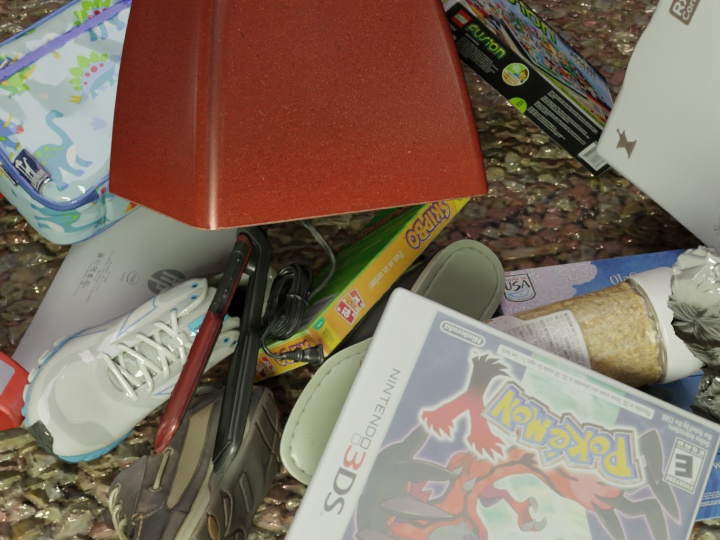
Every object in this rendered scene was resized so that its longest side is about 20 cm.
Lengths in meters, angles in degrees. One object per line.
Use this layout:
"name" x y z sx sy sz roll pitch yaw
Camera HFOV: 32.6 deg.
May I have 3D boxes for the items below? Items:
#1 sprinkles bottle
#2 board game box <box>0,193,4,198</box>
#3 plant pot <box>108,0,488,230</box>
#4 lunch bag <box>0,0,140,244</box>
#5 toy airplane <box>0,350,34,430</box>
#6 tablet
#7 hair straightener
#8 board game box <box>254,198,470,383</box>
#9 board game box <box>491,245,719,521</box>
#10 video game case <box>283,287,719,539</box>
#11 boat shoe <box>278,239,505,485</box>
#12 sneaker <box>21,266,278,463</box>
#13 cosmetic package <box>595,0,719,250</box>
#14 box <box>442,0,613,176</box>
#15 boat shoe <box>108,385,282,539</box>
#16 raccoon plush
"sprinkles bottle" 0.102 0.056 0.736 0.200 0.068 0.068 -16 44 -7
"board game box" -0.258 -0.134 1.030 0.200 0.046 0.152 -14 44 -14
"plant pot" -0.050 -0.137 0.810 0.200 0.177 0.200 -8 14 -26
"lunch bag" -0.199 -0.128 0.938 0.200 0.082 0.161 -35 72 -22
"toy airplane" -0.320 0.050 0.761 0.199 0.141 0.200 -21 46 -20
"tablet" -0.160 0.011 0.895 0.130 0.014 0.200 6 43 8
"hair straightener" -0.058 0.037 0.738 0.077 0.041 0.200 25 44 -11
"board game box" 0.000 0.000 0.851 0.095 0.030 0.200 -25 20 50
"board game box" 0.201 0.069 0.799 0.200 0.043 0.199 -8 42 -7
"video game case" 0.075 0.127 0.662 0.200 0.023 0.182 23 71 2
"boat shoe" 0.016 0.062 0.800 0.072 0.061 0.201 48 66 -8
"sneaker" -0.124 0.044 0.769 0.075 0.087 0.200 56 45 -6
"cosmetic package" 0.311 -0.114 0.868 0.200 0.165 0.165 -7 40 -34
"box" 0.128 -0.169 0.971 0.035 0.200 0.110 -38 34 28
"boat shoe" -0.105 0.144 0.714 0.073 0.075 0.200 2 33 17
"raccoon plush" 0.251 0.022 0.687 0.097 0.200 0.134 15 59 34
